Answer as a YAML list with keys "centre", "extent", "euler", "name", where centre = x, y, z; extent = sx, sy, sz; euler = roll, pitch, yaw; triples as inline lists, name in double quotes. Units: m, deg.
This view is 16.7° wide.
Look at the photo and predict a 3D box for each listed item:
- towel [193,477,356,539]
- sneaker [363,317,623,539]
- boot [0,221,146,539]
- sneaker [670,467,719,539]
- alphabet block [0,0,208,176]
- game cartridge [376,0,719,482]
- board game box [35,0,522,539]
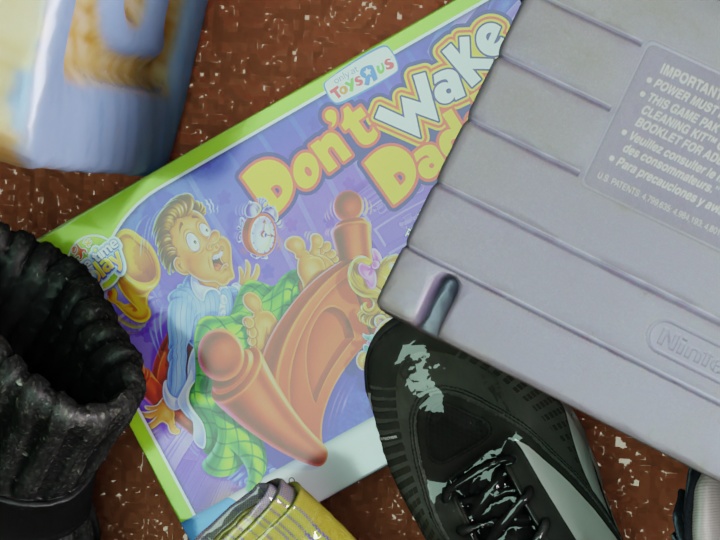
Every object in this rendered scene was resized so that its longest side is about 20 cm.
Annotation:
- centre: [-0.020, 0.178, 0.863]
  extent: [0.144, 0.023, 0.200]
  euler: [-44, 114, -2]
  name: "towel"
- centre: [0.062, 0.105, 0.840]
  extent: [0.066, 0.091, 0.201]
  euler: [-25, 106, 6]
  name: "sneaker"
- centre: [-0.105, 0.099, 0.873]
  extent: [0.211, 0.079, 0.158]
  euler: [39, 118, 6]
  name: "boot"
- centre: [0.162, 0.129, 0.826]
  extent: [0.077, 0.146, 0.203]
  euler: [-22, 89, 7]
  name: "sneaker"
- centre: [-0.160, -0.147, 0.844]
  extent: [0.199, 0.196, 0.197]
  euler: [13, 91, 8]
  name: "alphabet block"
- centre: [0.119, -0.003, 0.707]
  extent: [0.199, 0.038, 0.130]
  euler: [27, 88, 16]
  name: "game cartridge"
- centre: [0.000, 0.000, 0.897]
  extent: [0.199, 0.045, 0.135]
  euler: [-29, 87, 8]
  name: "board game box"
